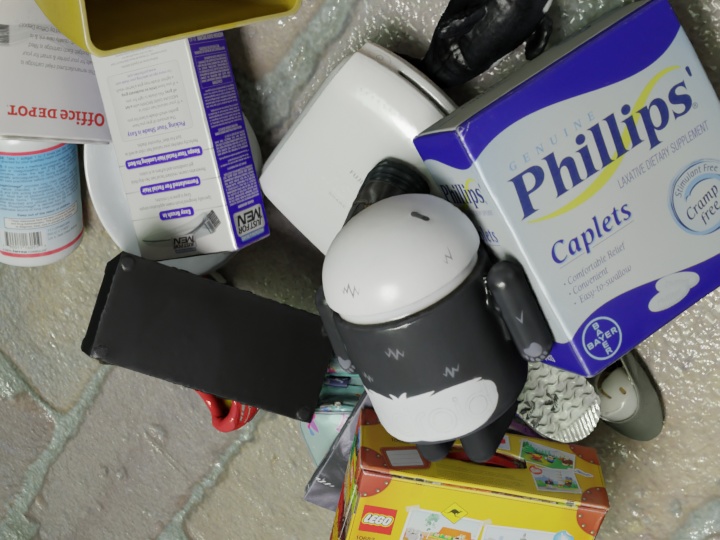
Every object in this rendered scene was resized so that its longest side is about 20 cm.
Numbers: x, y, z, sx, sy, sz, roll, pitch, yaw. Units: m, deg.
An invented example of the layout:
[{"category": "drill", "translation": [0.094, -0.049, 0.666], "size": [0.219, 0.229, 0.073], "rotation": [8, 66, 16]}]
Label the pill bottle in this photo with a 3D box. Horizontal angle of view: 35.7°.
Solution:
[{"category": "pill bottle", "translation": [-0.347, -0.115, 1.162], "size": [0.108, 0.109, 0.202], "rotation": [19, 124, 22]}]

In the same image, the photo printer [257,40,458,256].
[{"category": "photo printer", "translation": [0.016, -0.087, 0.956], "size": [0.166, 0.070, 0.200], "rotation": [44, 139, -2]}]

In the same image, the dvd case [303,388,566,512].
[{"category": "dvd case", "translation": [0.071, 0.175, 0.946], "size": [0.198, 0.016, 0.150], "rotation": [24, 117, -13]}]

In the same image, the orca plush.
[{"category": "orca plush", "translation": [0.075, -0.197, 0.862], "size": [0.199, 0.071, 0.107], "rotation": [-20, 88, 51]}]

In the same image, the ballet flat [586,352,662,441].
[{"category": "ballet flat", "translation": [0.194, 0.075, 0.959], "size": [0.067, 0.064, 0.202], "rotation": [-21, 103, 37]}]

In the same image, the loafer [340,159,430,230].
[{"category": "loafer", "translation": [0.000, 0.000, 0.935], "size": [0.072, 0.073, 0.201], "rotation": [25, 139, 12]}]

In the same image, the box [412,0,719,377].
[{"category": "box", "translation": [0.170, -0.060, 0.810], "size": [0.201, 0.183, 0.105], "rotation": [59, 171, -9]}]

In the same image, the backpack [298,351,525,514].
[{"category": "backpack", "translation": [0.049, 0.141, 1.030], "size": [0.197, 0.154, 0.178], "rotation": [-8, 120, 20]}]

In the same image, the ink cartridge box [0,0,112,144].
[{"category": "ink cartridge box", "translation": [-0.299, -0.216, 1.007], "size": [0.083, 0.145, 0.203], "rotation": [3, 94, 34]}]

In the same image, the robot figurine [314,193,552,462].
[{"category": "robot figurine", "translation": [0.050, 0.042, 0.818], "size": [0.149, 0.125, 0.202], "rotation": [-24, 113, 0]}]

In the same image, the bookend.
[{"category": "bookend", "translation": [-0.146, 0.060, 1.028], "size": [0.196, 0.093, 0.200], "rotation": [19, 173, -16]}]

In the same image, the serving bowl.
[{"category": "serving bowl", "translation": [-0.170, -0.097, 1.079], "size": [0.198, 0.066, 0.203], "rotation": [9, 109, 26]}]

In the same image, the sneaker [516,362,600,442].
[{"category": "sneaker", "translation": [0.113, 0.068, 0.938], "size": [0.069, 0.100, 0.200], "rotation": [-42, 78, -1]}]

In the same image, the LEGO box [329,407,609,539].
[{"category": "LEGO box", "translation": [0.081, 0.208, 0.910], "size": [0.197, 0.077, 0.151], "rotation": [11, 120, -5]}]

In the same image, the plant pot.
[{"category": "plant pot", "translation": [-0.185, -0.297, 0.901], "size": [0.175, 0.198, 0.203], "rotation": [19, 122, 48]}]

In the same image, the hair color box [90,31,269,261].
[{"category": "hair color box", "translation": [-0.159, -0.115, 0.993], "size": [0.108, 0.065, 0.203], "rotation": [-6, 101, 29]}]

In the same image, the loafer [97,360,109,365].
[{"category": "loafer", "translation": [-0.243, 0.055, 1.203], "size": [0.075, 0.069, 0.200], "rotation": [7, 158, -15]}]

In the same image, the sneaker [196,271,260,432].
[{"category": "sneaker", "translation": [-0.162, 0.078, 1.170], "size": [0.076, 0.085, 0.202], "rotation": [-17, 106, 36]}]
